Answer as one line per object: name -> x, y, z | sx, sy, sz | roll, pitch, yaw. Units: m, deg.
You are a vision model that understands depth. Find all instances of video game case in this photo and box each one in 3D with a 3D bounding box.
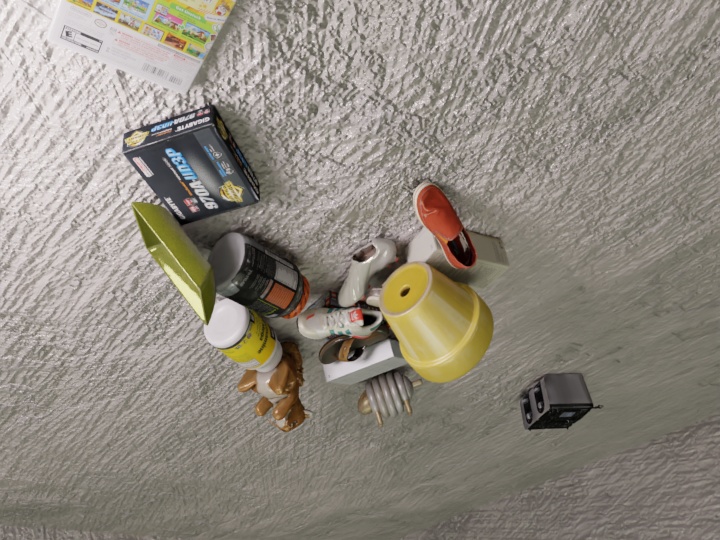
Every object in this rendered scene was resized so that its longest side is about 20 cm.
video game case -> -0.287, -0.336, 0.896 | 0.196, 0.023, 0.182 | 16, 138, -32

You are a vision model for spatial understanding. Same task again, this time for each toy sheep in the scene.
toy sheep -> 0.083, 0.350, 1.901 | 0.195, 0.140, 0.139 | -19, 147, -4

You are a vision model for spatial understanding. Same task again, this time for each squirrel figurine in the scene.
squirrel figurine -> -0.181, 0.288, 1.677 | 0.138, 0.202, 0.189 | -9, 127, 27

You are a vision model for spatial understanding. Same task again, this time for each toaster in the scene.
toaster -> 0.623, 0.419, 2.152 | 0.194, 0.121, 0.182 | 2, 146, -16

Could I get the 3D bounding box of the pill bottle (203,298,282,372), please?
pill bottle -> -0.257, 0.154, 1.540 | 0.110, 0.115, 0.201 | -19, 146, 14

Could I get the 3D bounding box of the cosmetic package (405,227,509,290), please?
cosmetic package -> 0.203, -0.027, 1.430 | 0.196, 0.075, 0.104 | 13, 141, -29

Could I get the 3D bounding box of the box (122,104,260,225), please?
box -> -0.272, -0.168, 1.124 | 0.155, 0.047, 0.201 | -14, 146, 7

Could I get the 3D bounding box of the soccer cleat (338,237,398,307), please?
soccer cleat -> 0.000, 0.000, 1.430 | 0.076, 0.070, 0.200 | 20, 129, -29

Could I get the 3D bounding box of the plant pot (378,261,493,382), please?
plant pot -> 0.138, 0.089, 1.361 | 0.198, 0.204, 0.189 | -28, 128, 26

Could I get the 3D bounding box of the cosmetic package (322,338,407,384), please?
cosmetic package -> 0.021, 0.239, 1.762 | 0.196, 0.053, 0.150 | -23, 162, 18

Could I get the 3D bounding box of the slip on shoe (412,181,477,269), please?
slip on shoe -> 0.165, -0.083, 1.295 | 0.074, 0.061, 0.202 | -40, 116, -13

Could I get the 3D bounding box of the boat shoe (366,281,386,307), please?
boat shoe -> 0.065, 0.055, 1.478 | 0.070, 0.061, 0.199 | 8, 172, 23

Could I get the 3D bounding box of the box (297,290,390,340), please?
box -> -0.034, 0.121, 1.615 | 0.197, 0.041, 0.137 | 18, 136, -35

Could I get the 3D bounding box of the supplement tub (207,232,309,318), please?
supplement tub -> -0.198, 0.017, 1.346 | 0.121, 0.125, 0.199 | -28, 142, 26

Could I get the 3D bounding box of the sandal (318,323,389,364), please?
sandal -> -0.016, 0.187, 1.630 | 0.196, 0.056, 0.082 | -22, 145, 18

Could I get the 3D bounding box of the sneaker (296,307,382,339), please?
sneaker -> -0.041, 0.105, 1.481 | 0.195, 0.072, 0.093 | 6, 154, -29

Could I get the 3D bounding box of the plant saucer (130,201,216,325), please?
plant saucer -> -0.319, -0.018, 1.211 | 0.048, 0.201, 0.201 | -37, 169, -20
